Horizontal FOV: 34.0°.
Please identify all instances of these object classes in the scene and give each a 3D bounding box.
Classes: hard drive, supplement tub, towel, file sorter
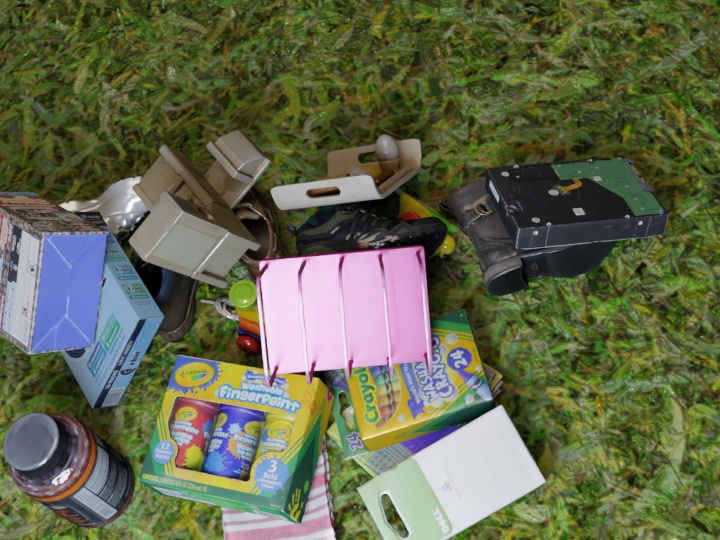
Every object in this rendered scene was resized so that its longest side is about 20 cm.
[{"bbox_3d":[0.271,-0.087,1.492,0.198,0.038,0.140,-7,39,-11],"label":"hard drive"},{"bbox_3d":[-0.360,0.240,1.441,0.106,0.200,0.108,-6,62,11],"label":"supplement tub"},{"bbox_3d":[-0.111,0.257,1.470,0.145,0.030,0.202,-13,62,8],"label":"towel"},{"bbox_3d":[0.068,0.170,1.475,0.143,0.023,0.200,37,77,26],"label":"towel"},{"bbox_3d":[-0.017,0.056,1.362,0.198,0.125,0.140,-5,99,1],"label":"file sorter"}]

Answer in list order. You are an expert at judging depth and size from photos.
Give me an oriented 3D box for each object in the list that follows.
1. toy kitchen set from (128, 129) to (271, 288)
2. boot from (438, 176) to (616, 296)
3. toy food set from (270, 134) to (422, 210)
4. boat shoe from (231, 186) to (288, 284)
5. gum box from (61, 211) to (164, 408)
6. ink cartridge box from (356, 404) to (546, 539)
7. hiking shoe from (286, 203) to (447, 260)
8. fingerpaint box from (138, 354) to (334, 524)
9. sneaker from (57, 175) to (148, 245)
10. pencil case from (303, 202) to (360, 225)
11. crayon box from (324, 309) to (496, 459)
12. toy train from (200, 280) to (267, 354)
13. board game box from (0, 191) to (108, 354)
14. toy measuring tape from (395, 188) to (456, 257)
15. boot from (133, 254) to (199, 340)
[{"bbox_3d":[-0.225,-0.117,1.517,0.163,0.180,0.200,-49,61,10],"label":"toy kitchen set"},{"bbox_3d":[0.216,-0.067,1.537,0.198,0.069,0.175,-16,53,-3],"label":"boot"},{"bbox_3d":[-0.015,-0.133,1.540,0.142,0.200,0.061,-6,105,24],"label":"toy food set"},{"bbox_3d":[-0.151,-0.065,1.614,0.075,0.072,0.201,-29,55,-3],"label":"boat shoe"},{"bbox_3d":[-0.353,0.051,1.569,0.200,0.044,0.171,52,126,29],"label":"gum box"},{"bbox_3d":[0.108,0.254,1.388,0.199,0.059,0.104,-29,76,-2],"label":"ink cartridge box"},{"bbox_3d":[0.010,-0.051,1.475,0.198,0.076,0.101,-12,57,-17],"label":"hiking shoe"},{"bbox_3d":[-0.152,0.205,1.451,0.198,0.073,0.168,8,68,20],"label":"fingerpaint box"},{"bbox_3d":[-0.353,-0.072,1.683,0.198,0.075,0.088,-23,72,9],"label":"sneaker"},{"bbox_3d":[0.000,0.000,1.536,0.092,0.085,0.201,-4,52,-31],"label":"pencil case"},{"bbox_3d":[0.055,0.141,1.451,0.198,0.052,0.127,-19,61,5],"label":"crayon box"},{"bbox_3d":[-0.145,0.050,1.534,0.198,0.116,0.085,19,69,21],"label":"toy train"},{"bbox_3d":[-0.432,-0.002,1.546,0.199,0.096,0.161,24,109,42],"label":"board game box"},{"bbox_3d":[0.057,-0.067,1.580,0.073,0.074,0.200,-42,47,-9],"label":"toy measuring tape"},{"bbox_3d":[-0.260,-0.015,1.605,0.074,0.097,0.202,-7,62,10],"label":"boot"}]
